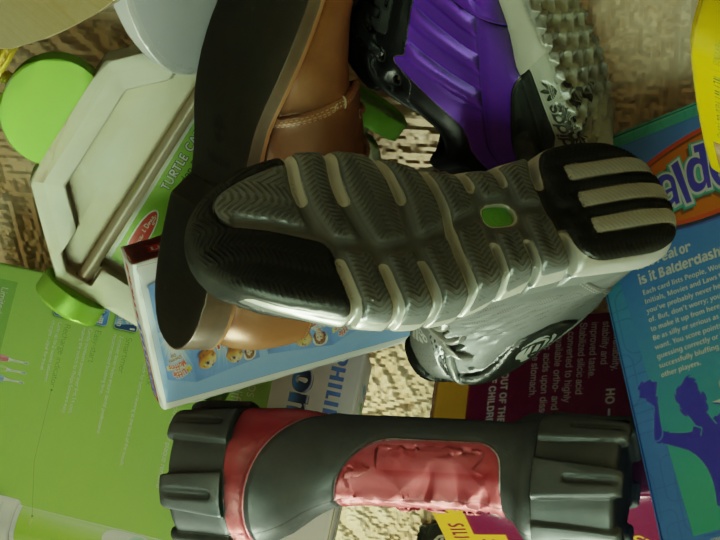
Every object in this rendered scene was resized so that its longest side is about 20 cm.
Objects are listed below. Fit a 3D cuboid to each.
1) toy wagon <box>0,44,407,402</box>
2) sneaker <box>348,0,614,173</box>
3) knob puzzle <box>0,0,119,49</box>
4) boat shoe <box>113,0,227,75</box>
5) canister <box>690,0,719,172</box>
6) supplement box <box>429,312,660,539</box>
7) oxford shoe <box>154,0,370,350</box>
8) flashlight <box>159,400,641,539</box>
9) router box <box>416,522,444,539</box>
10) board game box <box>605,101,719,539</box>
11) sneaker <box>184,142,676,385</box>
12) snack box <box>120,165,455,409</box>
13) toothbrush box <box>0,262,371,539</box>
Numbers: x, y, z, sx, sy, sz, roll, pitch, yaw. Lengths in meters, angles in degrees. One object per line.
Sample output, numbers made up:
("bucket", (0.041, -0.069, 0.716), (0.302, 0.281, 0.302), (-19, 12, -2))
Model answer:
("toy wagon", (-0.081, -0.042, 0.786), (0.199, 0.040, 0.156), (32, 101, -14))
("sneaker", (0.030, -0.114, 0.709), (0.099, 0.070, 0.201), (-5, 125, 25))
("knob puzzle", (-0.156, -0.173, 0.691), (0.219, 0.030, 0.221), (22, 130, 29))
("boat shoe", (-0.089, -0.174, 0.695), (0.071, 0.070, 0.201), (-29, 131, -20))
("canister", (0.218, -0.045, 0.600), (0.199, 0.087, 0.149), (28, 168, 24))
("supplement box", (0.142, 0.095, 0.837), (0.199, 0.104, 0.131), (-5, 140, 18))
("oxford shoe", (-0.025, -0.063, 0.710), (0.071, 0.071, 0.201), (6, 111, -29))
("flashlight", (0.016, 0.092, 0.761), (0.199, 0.068, 0.068), (2, 95, 19))
("router box", (0.116, 0.194, 0.913), (0.199, 0.150, 0.062), (-10, 126, 21))
("board game box", (0.179, 0.021, 0.717), (0.151, 0.201, 0.045), (-21, 159, 30))
("sneaker", (0.020, 0.012, 0.702), (0.199, 0.075, 0.116), (-4, 148, -22))
("snack box", (0.000, 0.000, 0.780), (0.199, 0.024, 0.072), (-15, 117, -12))
("toothbrush box", (-0.105, 0.089, 0.865), (0.199, 0.147, 0.086), (11, 171, 4))
